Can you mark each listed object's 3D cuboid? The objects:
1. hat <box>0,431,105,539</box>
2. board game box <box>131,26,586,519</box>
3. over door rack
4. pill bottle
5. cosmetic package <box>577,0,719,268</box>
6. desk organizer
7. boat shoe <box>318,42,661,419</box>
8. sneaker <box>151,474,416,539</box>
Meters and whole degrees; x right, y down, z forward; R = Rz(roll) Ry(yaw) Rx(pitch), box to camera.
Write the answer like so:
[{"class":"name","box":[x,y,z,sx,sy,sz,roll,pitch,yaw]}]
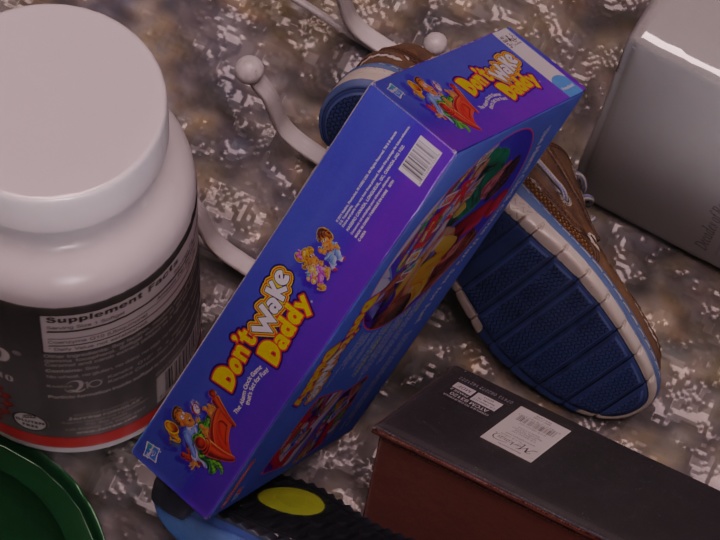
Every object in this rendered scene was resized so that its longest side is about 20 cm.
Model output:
[{"class":"hat","box":[-0.184,0.125,1.166,0.165,0.176,0.200,0,67,-2]},{"class":"board game box","box":[0.000,0.000,1.203,0.045,0.200,0.134,40,27,12]},{"class":"over door rack","box":[-0.076,-0.092,1.330,0.200,0.067,0.148,28,67,8]},{"class":"pill bottle","box":[-0.125,-0.016,1.215,0.116,0.200,0.116,1,59,-1]},{"class":"cosmetic package","box":[0.228,-0.085,1.297,0.200,0.165,0.165,28,67,7]},{"class":"desk organizer","box":[0.100,0.125,1.243,0.200,0.077,0.072,25,32,23]},{"class":"boat shoe","box":[0.071,-0.024,1.296,0.200,0.072,0.072,50,42,-10]},{"class":"sneaker","box":[-0.008,0.144,1.233,0.200,0.079,0.066,21,23,22]}]
